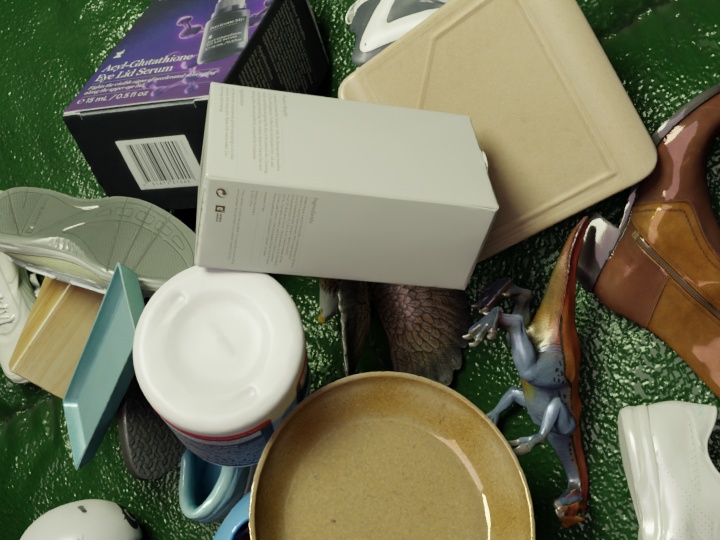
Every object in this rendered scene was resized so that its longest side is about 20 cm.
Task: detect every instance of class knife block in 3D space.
[{"bbox_3d":[-0.227,-0.003,0.810,0.174,0.064,0.203,-32,36,37],"label":"knife block"}]

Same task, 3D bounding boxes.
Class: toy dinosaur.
[{"bbox_3d":[0.150,0.099,0.677,0.199,0.105,0.182,-38,104,17],"label":"toy dinosaur"}]

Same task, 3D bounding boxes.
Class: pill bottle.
[{"bbox_3d":[-0.098,0.085,0.679,0.117,0.201,0.122,1,68,-2],"label":"pill bottle"}]

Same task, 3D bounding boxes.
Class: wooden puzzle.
[{"bbox_3d":[0.102,-0.116,0.688,0.198,0.037,0.187,-28,97,31],"label":"wooden puzzle"}]

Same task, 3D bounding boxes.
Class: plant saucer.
[{"bbox_3d":[-0.207,0.083,0.714,0.201,0.019,0.071,-54,47,40],"label":"plant saucer"},{"bbox_3d":[0.021,0.171,0.606,0.196,0.036,0.204,5,61,-9],"label":"plant saucer"}]

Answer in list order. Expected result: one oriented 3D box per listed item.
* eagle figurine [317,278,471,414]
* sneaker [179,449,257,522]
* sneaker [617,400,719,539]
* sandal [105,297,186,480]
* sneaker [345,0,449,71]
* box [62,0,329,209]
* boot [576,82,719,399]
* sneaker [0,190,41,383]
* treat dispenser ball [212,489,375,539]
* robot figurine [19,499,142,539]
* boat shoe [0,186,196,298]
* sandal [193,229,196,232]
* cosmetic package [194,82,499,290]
[{"bbox_3d":[0.000,0.005,0.734,0.150,0.152,0.200,-34,60,-13],"label":"eagle figurine"},{"bbox_3d":[-0.124,0.128,0.799,0.072,0.082,0.205,2,87,20],"label":"sneaker"},{"bbox_3d":[0.251,0.199,0.657,0.087,0.075,0.205,-9,82,9],"label":"sneaker"},{"bbox_3d":[-0.190,0.080,0.765,0.045,0.074,0.204,-23,69,33],"label":"sandal"},{"bbox_3d":[0.058,-0.177,0.752,0.129,0.079,0.201,-39,79,21],"label":"sneaker"},{"bbox_3d":[-0.130,-0.155,0.754,0.145,0.105,0.202,-3,44,22],"label":"box"},{"bbox_3d":[0.278,-0.012,0.657,0.199,0.068,0.190,41,101,18],"label":"boot"},{"bbox_3d":[-0.366,0.015,0.905,0.074,0.081,0.205,-12,84,18],"label":"sneaker"},{"bbox_3d":[-0.028,0.256,0.688,0.197,0.200,0.206,-1,86,21],"label":"treat dispenser ball"},{"bbox_3d":[-0.247,0.316,0.816,0.147,0.125,0.204,-15,81,9],"label":"robot figurine"},{"bbox_3d":[-0.216,-0.016,0.733,0.198,0.065,0.076,10,58,12],"label":"boat shoe"},{"bbox_3d":[-0.156,0.026,0.825,0.206,0.059,0.080,-38,57,30],"label":"sandal"},{"bbox_3d":[-0.014,-0.059,0.624,0.196,0.109,0.086,7,133,-12],"label":"cosmetic package"}]
